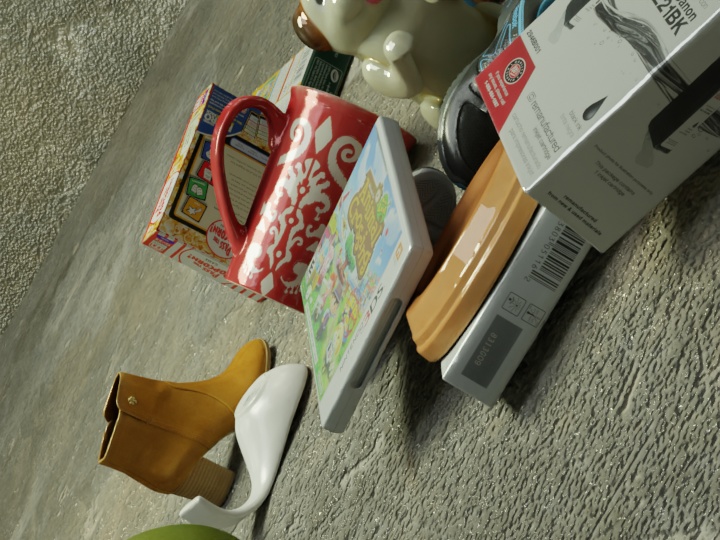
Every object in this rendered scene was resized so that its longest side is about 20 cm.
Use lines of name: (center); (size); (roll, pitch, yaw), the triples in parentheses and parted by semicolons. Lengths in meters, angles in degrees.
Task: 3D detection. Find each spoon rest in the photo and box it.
spoon rest: (-0.100, 0.167, 1.612); (0.099, 0.061, 0.200); (-40, 15, 47)

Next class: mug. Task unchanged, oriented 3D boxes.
mug: (-0.063, -0.069, 1.661); (0.133, 0.177, 0.201); (31, -99, -78)

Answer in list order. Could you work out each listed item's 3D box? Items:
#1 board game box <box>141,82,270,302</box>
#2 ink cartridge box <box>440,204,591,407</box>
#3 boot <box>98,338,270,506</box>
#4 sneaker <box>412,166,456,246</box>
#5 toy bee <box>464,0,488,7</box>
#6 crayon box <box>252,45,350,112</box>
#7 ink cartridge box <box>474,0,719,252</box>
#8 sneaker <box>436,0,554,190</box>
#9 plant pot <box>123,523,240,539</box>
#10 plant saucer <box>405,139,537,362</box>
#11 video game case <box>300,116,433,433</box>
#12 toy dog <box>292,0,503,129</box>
board game box: (-0.139, -0.087, 1.905); (0.046, 0.151, 0.201); (-33, 34, 56)
ink cartridge box: (0.117, 0.005, 1.276); (0.160, 0.047, 0.200); (-60, 2, 9)
boot: (-0.177, 0.128, 1.713); (0.071, 0.144, 0.202); (-36, 31, 52)
sneaker: (0.010, -0.015, 1.511); (0.200, 0.077, 0.112); (-58, 19, 13)
toy bee: (0.069, -0.260, 1.651); (0.200, 0.108, 0.131); (-58, 20, 15)
crayon box: (-0.090, -0.191, 2.080); (0.200, 0.051, 0.126); (-29, 37, 58)
ink cartridge box: (0.185, -0.135, 1.107); (0.200, 0.084, 0.145); (-43, 34, 19)
sneaker: (0.126, -0.159, 1.404); (0.201, 0.073, 0.082); (-66, 20, -9)
plant pot: (-0.112, 0.316, 1.258); (0.188, 0.187, 0.200); (-61, 33, 5)
plant saucer: (0.087, -0.027, 1.273); (0.201, 0.037, 0.200); (-61, 3, 5)
video game case: (0.000, 0.000, 1.376); (0.200, 0.022, 0.182); (-101, 32, -55)
toy dog: (0.042, -0.220, 1.516); (0.140, 0.200, 0.194); (-59, 19, 8)
